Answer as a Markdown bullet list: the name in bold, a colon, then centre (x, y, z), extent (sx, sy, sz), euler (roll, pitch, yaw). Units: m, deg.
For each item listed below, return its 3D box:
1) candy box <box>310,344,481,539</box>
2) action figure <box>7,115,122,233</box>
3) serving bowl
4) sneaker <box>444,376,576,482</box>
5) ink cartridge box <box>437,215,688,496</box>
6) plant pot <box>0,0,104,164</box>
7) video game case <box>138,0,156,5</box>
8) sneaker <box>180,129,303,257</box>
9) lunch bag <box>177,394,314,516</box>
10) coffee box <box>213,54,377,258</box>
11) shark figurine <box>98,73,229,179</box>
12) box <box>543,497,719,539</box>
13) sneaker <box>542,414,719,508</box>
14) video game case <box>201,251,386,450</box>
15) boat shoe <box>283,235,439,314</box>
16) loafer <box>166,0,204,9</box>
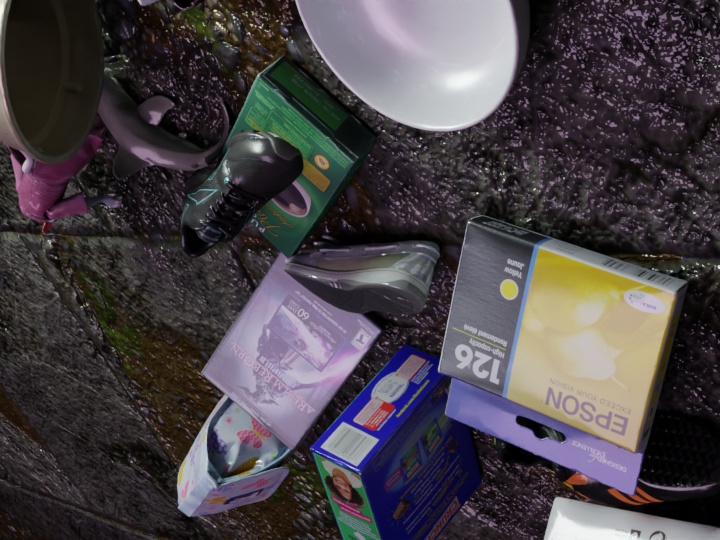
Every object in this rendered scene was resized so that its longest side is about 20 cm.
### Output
- **candy box**: centre (0.045, 0.213, 1.172), extent (0.076, 0.169, 0.202), euler (19, 140, 37)
- **action figure**: centre (-0.366, -0.110, 1.272), extent (0.133, 0.149, 0.201), euler (30, 132, 6)
- **serving bowl**: centre (0.045, -0.205, 0.800), extent (0.198, 0.066, 0.202), euler (27, 143, 22)
- **sneaker**: centre (0.146, 0.141, 1.047), extent (0.199, 0.083, 0.071), euler (26, 156, 49)
- **ink cartridge box**: centre (0.164, 0.076, 0.934), extent (0.196, 0.047, 0.203), euler (20, 110, 29)
- **plant pot**: centre (-0.379, -0.212, 1.060), extent (0.181, 0.202, 0.202), euler (5, 136, 13)
- **video game case**: centre (-0.228, -0.338, 0.890), extent (0.183, 0.022, 0.202), euler (54, 166, 53)
- **sneaker**: centre (-0.115, -0.067, 1.014), extent (0.075, 0.080, 0.199), euler (26, 154, -21)
- **lunch bag**: centre (-0.139, 0.214, 1.336), extent (0.127, 0.200, 0.170), euler (40, 146, 3)
- **coffee box**: centre (-0.072, -0.105, 1.052), extent (0.123, 0.044, 0.200), euler (41, 146, 2)
- **shark figurine**: centre (-0.217, -0.126, 1.144), extent (0.213, 0.090, 0.129), euler (25, 144, 28)
- **box**: centre (0.272, 0.342, 1.025), extent (0.197, 0.202, 0.130), euler (1, 155, 44)
- **sneaker**: centre (0.270, 0.188, 1.016), extent (0.199, 0.071, 0.090), euler (-5, 140, 48)
- **video game case**: centre (-0.079, 0.090, 1.215), extent (0.142, 0.019, 0.201), euler (39, 116, 5)
- **boat shoe**: centre (-0.001, -0.001, 1.089), extent (0.074, 0.065, 0.201), euler (39, 158, -32)
- **loafer**: centre (-0.151, -0.301, 0.876), extent (0.072, 0.072, 0.201), euler (-4, 137, 13)
